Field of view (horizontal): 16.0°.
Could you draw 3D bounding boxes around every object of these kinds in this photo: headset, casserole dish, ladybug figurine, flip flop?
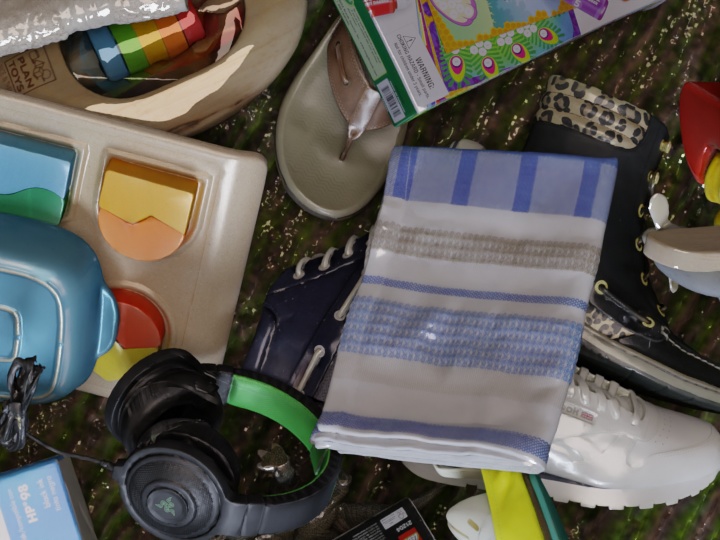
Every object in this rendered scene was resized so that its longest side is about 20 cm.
[{"bbox_3d":[-0.106,0.088,1.456,0.199,0.124,0.094,3,126,-17],"label":"headset"},{"bbox_3d":[-0.242,0.021,1.502,0.199,0.039,0.121,11,120,4],"label":"casserole dish"},{"bbox_3d":[-0.127,-0.135,1.538,0.200,0.072,0.136,-21,75,-4],"label":"ladybug figurine"},{"bbox_3d":[0.013,-0.126,1.559,0.081,0.058,0.200,32,87,-2],"label":"flip flop"}]

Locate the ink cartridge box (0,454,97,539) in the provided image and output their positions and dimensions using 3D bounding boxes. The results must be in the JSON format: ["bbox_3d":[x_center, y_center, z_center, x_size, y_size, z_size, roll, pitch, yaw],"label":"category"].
[{"bbox_3d":[-0.259,0.169,1.506,0.200,0.116,0.067,-18,89,-4],"label":"ink cartridge box"}]

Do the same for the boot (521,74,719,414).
[{"bbox_3d":[0.167,-0.013,1.559,0.203,0.073,0.154,26,81,-9],"label":"boot"}]

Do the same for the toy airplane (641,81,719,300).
[{"bbox_3d":[0.263,-0.017,1.510,0.200,0.199,0.141,26,125,-4],"label":"toy airplane"}]

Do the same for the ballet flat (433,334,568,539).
[{"bbox_3d":[0.077,0.118,1.458,0.067,0.067,0.200,-18,61,9],"label":"ballet flat"}]

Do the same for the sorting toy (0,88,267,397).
[{"bbox_3d":[-0.169,-0.007,1.514,0.199,0.037,0.185,12,120,-5],"label":"sorting toy"}]

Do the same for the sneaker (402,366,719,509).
[{"bbox_3d":[0.124,0.089,1.540,0.199,0.076,0.081,5,111,-5],"label":"sneaker"}]

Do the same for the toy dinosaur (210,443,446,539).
[{"bbox_3d":[-0.050,0.155,1.539,0.200,0.102,0.077,-22,52,-12],"label":"toy dinosaur"}]

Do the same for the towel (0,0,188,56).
[{"bbox_3d":[-0.179,-0.220,1.521,0.132,0.034,0.200,-14,62,4],"label":"towel"}]

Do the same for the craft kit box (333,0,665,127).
[{"bbox_3d":[0.065,-0.215,1.545,0.197,0.049,0.200,-27,90,-24],"label":"craft kit box"}]

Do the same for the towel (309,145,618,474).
[{"bbox_3d":[0.060,0.019,1.466,0.147,0.024,0.200,5,66,25],"label":"towel"}]

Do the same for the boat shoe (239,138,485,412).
[{"bbox_3d":[0.000,0.000,1.550,0.093,0.075,0.200,22,77,11],"label":"boat shoe"}]

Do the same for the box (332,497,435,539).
[{"bbox_3d":[-0.043,0.214,1.515,0.200,0.110,0.035,-30,64,-6],"label":"box"}]
